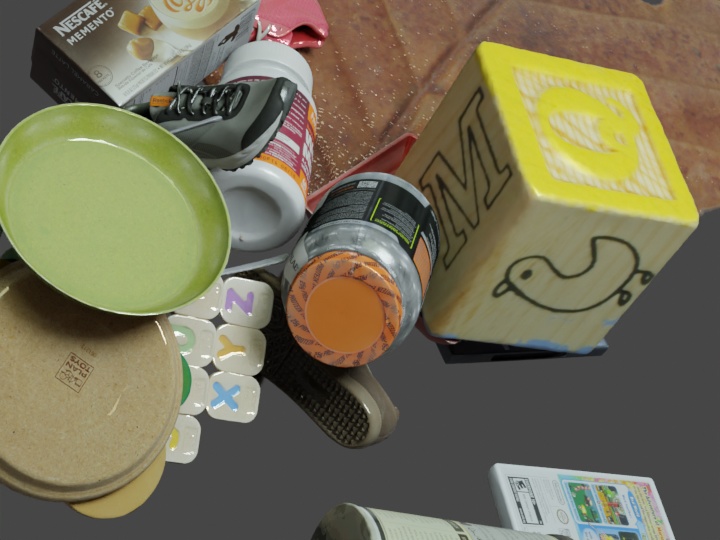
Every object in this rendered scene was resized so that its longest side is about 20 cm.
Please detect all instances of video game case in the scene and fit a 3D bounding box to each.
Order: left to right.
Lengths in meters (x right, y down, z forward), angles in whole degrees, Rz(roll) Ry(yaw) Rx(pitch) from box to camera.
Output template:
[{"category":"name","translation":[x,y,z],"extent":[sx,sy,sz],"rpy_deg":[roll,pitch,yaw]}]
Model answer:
[{"category":"video game case","translation":[0.140,0.028,1.776],"extent":[0.198,0.019,0.144],"rpy_deg":[-2,52,-33]},{"category":"video game case","translation":[0.216,0.267,1.595],"extent":[0.180,0.024,0.201],"rpy_deg":[9,46,-28]}]

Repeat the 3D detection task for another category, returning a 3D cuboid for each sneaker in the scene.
[{"category":"sneaker","translation":[-0.137,-0.132,1.568],"extent":[0.079,0.199,0.074],"rpy_deg":[46,48,-31]},{"category":"sneaker","translation":[-0.110,-0.261,1.842],"extent":[0.199,0.074,0.087],"rpy_deg":[-12,60,-40]},{"category":"sneaker","translation":[-0.044,0.077,1.585],"extent":[0.201,0.070,0.075],"rpy_deg":[52,23,16]}]

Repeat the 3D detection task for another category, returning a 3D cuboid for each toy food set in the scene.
[{"category":"toy food set","translation":[-0.227,0.082,1.389],"extent":[0.198,0.049,0.200],"rpy_deg":[21,72,-20]}]

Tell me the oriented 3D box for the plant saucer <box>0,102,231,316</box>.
[{"category":"plant saucer","translation":[-0.198,-0.043,1.403],"extent":[0.198,0.031,0.202],"rpy_deg":[17,49,-21]}]

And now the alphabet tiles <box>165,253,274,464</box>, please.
[{"category":"alphabet tiles","translation":[-0.165,0.054,1.461],"extent":[0.194,0.015,0.202],"rpy_deg":[12,82,-25]}]

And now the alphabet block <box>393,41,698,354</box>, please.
[{"category":"alphabet block","translation":[0.164,-0.064,1.658],"extent":[0.194,0.201,0.198],"rpy_deg":[6,48,-28]}]

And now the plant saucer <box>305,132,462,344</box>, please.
[{"category":"plant saucer","translation":[0.061,-0.026,1.735],"extent":[0.199,0.037,0.200],"rpy_deg":[43,41,10]}]

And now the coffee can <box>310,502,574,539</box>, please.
[{"category":"coffee can","translation":[0.067,0.268,1.399],"extent":[0.198,0.147,0.147],"rpy_deg":[12,45,-24]}]

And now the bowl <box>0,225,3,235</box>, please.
[{"category":"bowl","translation":[-0.336,-0.024,1.376],"extent":[0.094,0.201,0.202],"rpy_deg":[30,40,-16]}]

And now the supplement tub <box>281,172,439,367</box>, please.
[{"category":"supplement tub","translation":[0.000,0.000,1.539],"extent":[0.122,0.123,0.200],"rpy_deg":[32,22,-3]}]

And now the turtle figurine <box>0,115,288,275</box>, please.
[{"category":"turtle figurine","translation":[-0.194,-0.038,1.504],"extent":[0.198,0.145,0.194],"rpy_deg":[21,49,22]}]

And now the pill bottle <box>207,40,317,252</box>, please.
[{"category":"pill bottle","translation":[-0.098,-0.122,1.689],"extent":[0.109,0.110,0.201],"rpy_deg":[21,43,-15]}]

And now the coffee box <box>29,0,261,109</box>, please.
[{"category":"coffee box","translation":[-0.205,-0.223,1.698],"extent":[0.114,0.080,0.200],"rpy_deg":[42,58,9]}]
